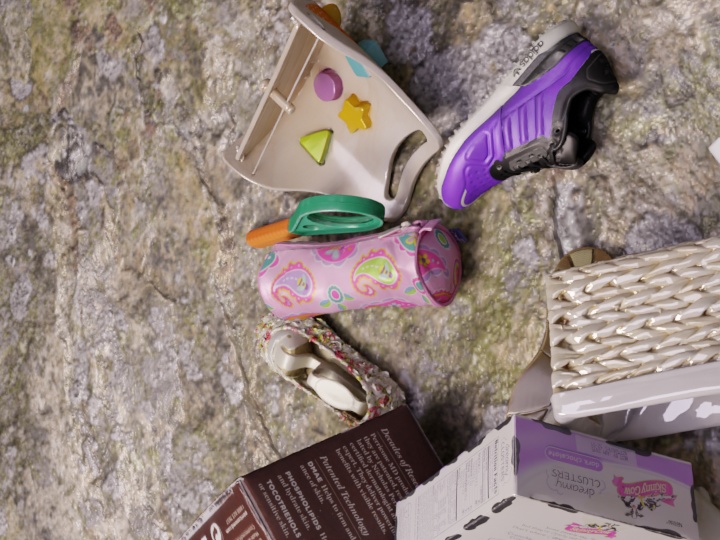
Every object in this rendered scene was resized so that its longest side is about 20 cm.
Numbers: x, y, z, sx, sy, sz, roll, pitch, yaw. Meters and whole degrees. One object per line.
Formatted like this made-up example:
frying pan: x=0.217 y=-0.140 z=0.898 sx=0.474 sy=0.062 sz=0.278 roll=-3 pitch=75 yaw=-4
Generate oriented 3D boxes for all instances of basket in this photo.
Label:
basket: x=0.253 y=0.055 z=1.009 sx=0.200 sy=0.136 sz=0.124 roll=-12 pitch=70 yaw=20

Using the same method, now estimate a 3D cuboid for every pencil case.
pencil case: x=0.000 y=0.000 z=1.230 sx=0.200 sy=0.087 sz=0.088 roll=-8 pitch=87 yaw=35

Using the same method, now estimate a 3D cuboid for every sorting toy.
sorting toy: x=-0.011 y=-0.139 z=1.231 sx=0.180 sy=0.107 sz=0.200 roll=41 pitch=133 yaw=10

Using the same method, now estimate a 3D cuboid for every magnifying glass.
magnifying glass: x=-0.051 y=-0.045 z=1.262 sx=0.200 sy=0.079 sz=0.022 roll=-10 pitch=72 yaw=54

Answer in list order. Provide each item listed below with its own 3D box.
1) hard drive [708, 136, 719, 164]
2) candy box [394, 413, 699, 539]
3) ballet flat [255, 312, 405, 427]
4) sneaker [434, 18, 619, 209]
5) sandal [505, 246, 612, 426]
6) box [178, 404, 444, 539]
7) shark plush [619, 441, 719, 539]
hard drive: x=0.362 y=-0.032 z=0.959 sx=0.200 sy=0.132 sz=0.025 roll=59 pitch=143 yaw=18
candy box: x=0.145 y=0.204 z=1.047 sx=0.200 sy=0.167 sz=0.072 roll=-48 pitch=30 yaw=49
ballet flat: x=-0.041 y=0.095 z=1.277 sx=0.200 sy=0.064 sz=0.076 roll=28 pitch=108 yaw=31
sneaker: x=0.150 y=-0.115 z=1.136 sx=0.100 sy=0.070 sz=0.200 roll=48 pitch=116 yaw=21
sandal: x=0.187 y=0.080 z=1.133 sx=0.080 sy=0.054 sz=0.200 roll=13 pitch=84 yaw=28
box: x=-0.026 y=0.252 z=1.160 sx=0.164 sy=0.200 sz=0.166 roll=58 pitch=140 yaw=15
shark plush: x=0.257 y=0.225 z=1.081 sx=0.200 sy=0.091 sz=0.083 roll=46 pitch=145 yaw=19
